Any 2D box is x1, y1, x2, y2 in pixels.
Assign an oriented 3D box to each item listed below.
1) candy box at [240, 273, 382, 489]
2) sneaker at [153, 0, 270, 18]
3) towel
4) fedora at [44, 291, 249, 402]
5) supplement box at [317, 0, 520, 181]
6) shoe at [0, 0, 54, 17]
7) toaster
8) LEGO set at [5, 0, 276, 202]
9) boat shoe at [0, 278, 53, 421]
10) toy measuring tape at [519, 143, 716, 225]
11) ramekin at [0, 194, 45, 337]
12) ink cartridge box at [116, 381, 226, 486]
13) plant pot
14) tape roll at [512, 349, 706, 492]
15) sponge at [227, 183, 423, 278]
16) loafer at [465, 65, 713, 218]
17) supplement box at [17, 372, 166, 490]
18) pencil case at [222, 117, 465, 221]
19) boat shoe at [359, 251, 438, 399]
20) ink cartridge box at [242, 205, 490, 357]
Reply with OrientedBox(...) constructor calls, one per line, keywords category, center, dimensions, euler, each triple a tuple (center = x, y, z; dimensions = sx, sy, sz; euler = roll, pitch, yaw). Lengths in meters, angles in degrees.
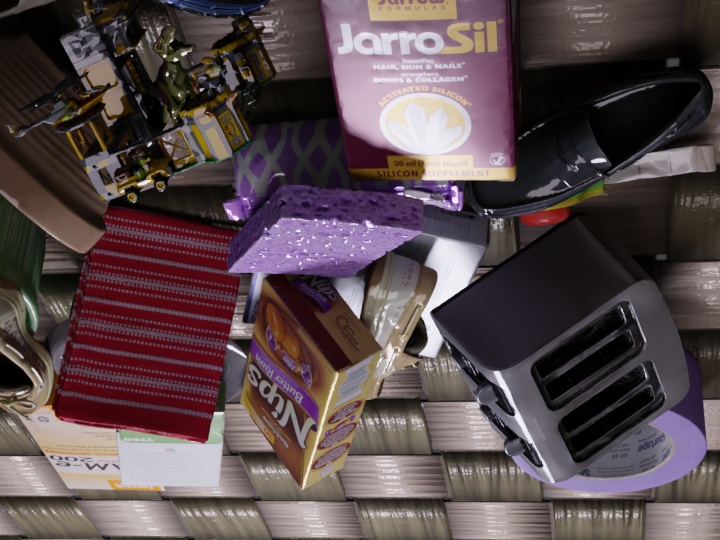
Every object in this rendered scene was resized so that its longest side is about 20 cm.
OrientedBox(category="candy box", center=(-0.050, 0.099, 1.201), dimensions=(0.056, 0.117, 0.201), euler=(-24, 150, -28))
OrientedBox(category="sneaker", center=(-0.141, -0.226, 0.882), dimensions=(0.199, 0.075, 0.079), euler=(13, 106, -35))
OrientedBox(category="towel", center=(-0.188, 0.048, 1.174), dimensions=(0.143, 0.202, 0.022), euler=(12, 170, -8))
OrientedBox(category="fedora", center=(-0.206, 0.059, 1.276), dimensions=(0.198, 0.091, 0.177), euler=(5, 147, -12))
OrientedBox(category="supplement box", center=(0.048, -0.162, 0.919), dimensions=(0.129, 0.104, 0.201), euler=(1, 144, 9))
OrientedBox(category="shoe", center=(-0.265, -0.206, 0.944), dimensions=(0.198, 0.054, 0.070), euler=(-11, 142, 22))
OrientedBox(category="toaster", center=(0.186, 0.067, 1.157), dimensions=(0.199, 0.119, 0.181), euler=(-33, 133, -4))
OrientedBox(category="LEGO set", center=(-0.145, -0.144, 0.911), dimensions=(0.152, 0.201, 0.117), euler=(-16, 115, 20))
OrientedBox(category="boat shoe", center=(-0.328, 0.083, 1.180), dimensions=(0.072, 0.063, 0.201), euler=(2, 144, 4))
OrientedBox(category="toy measuring tape", center=(0.182, -0.075, 1.046), dimensions=(0.198, 0.074, 0.074), euler=(-5, 144, 19))
OrientedBox(category="ramekin", center=(-0.387, -0.009, 1.201), dimensions=(0.198, 0.098, 0.201), euler=(4, 145, 3))
OrientedBox(category="ink cartridge box", center=(-0.185, 0.151, 1.279), dimensions=(0.103, 0.060, 0.200), euler=(3, 151, -7))
OrientedBox(category="plant pot", center=(-0.253, -0.115, 1.002), dimensions=(0.093, 0.201, 0.201), euler=(-46, 132, -1))
OrientedBox(category="tape roll", center=(0.253, 0.148, 1.345), dimensions=(0.198, 0.086, 0.201), euler=(4, 146, 3))
OrientedBox(category="sponge", center=(-0.034, -0.027, 1.044), dimensions=(0.110, 0.030, 0.200), euler=(4, 167, -17))
OrientedBox(category="loafer", center=(0.169, -0.099, 0.982), dimensions=(0.199, 0.069, 0.070), euler=(-25, 173, 11))
OrientedBox(category="supplement box", center=(-0.294, 0.172, 1.464), dimensions=(0.125, 0.074, 0.201), euler=(0, 145, 9))
OrientedBox(category="pencil case", center=(-0.007, -0.080, 1.059), dimensions=(0.198, 0.086, 0.084), euler=(-3, 146, 13))
OrientedBox(category="boat shoe", center=(0.029, 0.060, 1.190), dimensions=(0.066, 0.075, 0.201), euler=(12, 145, 1))
OrientedBox(category="ink cartridge box", center=(0.000, 0.000, 1.209), dimensions=(0.198, 0.041, 0.200), euler=(11, 145, -7))
